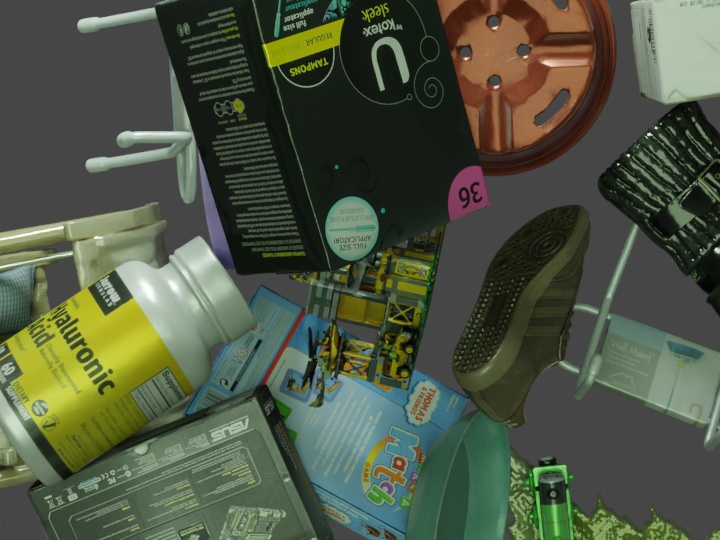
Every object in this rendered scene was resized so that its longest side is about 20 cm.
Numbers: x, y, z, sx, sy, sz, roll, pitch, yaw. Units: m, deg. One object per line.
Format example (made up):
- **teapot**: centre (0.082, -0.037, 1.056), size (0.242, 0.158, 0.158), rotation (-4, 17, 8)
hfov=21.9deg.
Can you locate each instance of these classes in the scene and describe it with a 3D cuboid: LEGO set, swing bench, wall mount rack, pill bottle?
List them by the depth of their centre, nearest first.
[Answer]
- **pill bottle**: centre (-0.181, 0.063, 1.396), size (0.199, 0.111, 0.112), rotation (-34, 93, -7)
- **wall mount rack**: centre (-0.173, -0.150, 1.456), size (0.074, 0.174, 0.202), rotation (-2, 87, -15)
- **LEGO set**: centre (0.000, 0.000, 1.457), size (0.115, 0.201, 0.154), rotation (12, 128, 3)
- **wall mount rack**: centre (0.255, 0.044, 1.501), size (0.199, 0.075, 0.175), rotation (21, 64, 1)
- **swing bench**: centre (-0.244, 0.062, 1.507), size (0.199, 0.130, 0.200), rotation (-10, 95, 5)

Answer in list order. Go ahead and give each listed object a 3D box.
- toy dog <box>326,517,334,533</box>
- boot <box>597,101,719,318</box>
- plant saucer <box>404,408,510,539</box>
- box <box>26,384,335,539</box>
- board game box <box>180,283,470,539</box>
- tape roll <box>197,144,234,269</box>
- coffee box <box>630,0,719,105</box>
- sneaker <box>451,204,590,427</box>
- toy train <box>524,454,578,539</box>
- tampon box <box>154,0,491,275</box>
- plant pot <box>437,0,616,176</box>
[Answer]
- **toy dog**: centre (-0.048, 0.257, 1.509), size (0.193, 0.140, 0.201), rotation (-25, 90, 11)
- **boot**: centre (0.309, -0.079, 1.473), size (0.211, 0.079, 0.158), rotation (-36, 76, -13)
- **plant saucer**: centre (0.073, 0.203, 1.471), size (0.036, 0.200, 0.201), rotation (8, 97, 21)
- **box**: centre (-0.133, 0.198, 1.427), size (0.199, 0.048, 0.159), rotation (-23, 97, 10)
- **board game box**: centre (-0.027, 0.117, 1.496), size (0.199, 0.152, 0.037), rotation (28, 140, 2)
- **tape roll**: centre (-0.080, -0.103, 1.441), size (0.065, 0.200, 0.202), rotation (-4, 96, 4)
- **coffee box**: centre (0.270, -0.175, 1.408), size (0.114, 0.200, 0.080), rotation (-8, 97, 5)
- **sneaker**: centre (0.135, 0.036, 1.481), size (0.070, 0.200, 0.076), rotation (-1, 134, 43)
- **toy train**: centre (0.165, 0.254, 1.534), size (0.041, 0.056, 0.201), rotation (-7, 96, 5)
- **tampon box**: centre (-0.024, -0.114, 1.285), size (0.149, 0.126, 0.201), rotation (-24, 102, -33)
- **plant pot**: centre (0.103, -0.167, 1.424), size (0.199, 0.195, 0.202), rotation (0, 96, 4)
